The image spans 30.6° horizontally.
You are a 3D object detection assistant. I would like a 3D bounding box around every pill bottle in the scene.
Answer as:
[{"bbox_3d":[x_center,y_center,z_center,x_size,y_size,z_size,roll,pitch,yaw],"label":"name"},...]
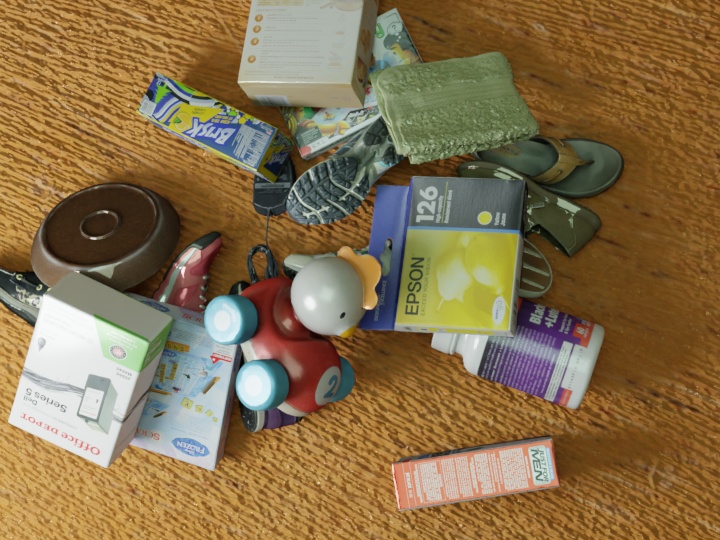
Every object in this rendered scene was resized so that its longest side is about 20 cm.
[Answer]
[{"bbox_3d":[0.196,0.091,1.654,0.200,0.111,0.112,19,87,8],"label":"pill bottle"}]

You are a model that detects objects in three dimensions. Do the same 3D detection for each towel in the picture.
[{"bbox_3d":[0.119,-0.211,1.675,0.200,0.037,0.149,-10,61,-19],"label":"towel"}]

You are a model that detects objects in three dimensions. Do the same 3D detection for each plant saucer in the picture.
[{"bbox_3d":[-0.335,-0.050,1.713,0.200,0.035,0.201,-5,46,5],"label":"plant saucer"}]

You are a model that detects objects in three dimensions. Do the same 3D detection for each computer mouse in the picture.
[{"bbox_3d":[-0.116,-0.064,1.738,0.058,0.034,0.201,3,80,17],"label":"computer mouse"}]

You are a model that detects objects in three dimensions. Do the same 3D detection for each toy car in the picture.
[{"bbox_3d":[-0.047,0.061,1.597,0.200,0.184,0.177,-36,71,26],"label":"toy car"}]

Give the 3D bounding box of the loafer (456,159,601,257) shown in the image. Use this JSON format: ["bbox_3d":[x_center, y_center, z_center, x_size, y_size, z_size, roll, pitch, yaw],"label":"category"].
[{"bbox_3d":[0.209,-0.080,1.686,0.200,0.076,0.068,25,82,9],"label":"loafer"}]

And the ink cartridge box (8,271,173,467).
[{"bbox_3d":[-0.338,0.125,1.645,0.145,0.084,0.200,24,116,5],"label":"ink cartridge box"}]

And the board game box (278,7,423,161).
[{"bbox_3d":[-0.013,-0.246,1.748,0.200,0.035,0.126,-27,81,4],"label":"board game box"}]

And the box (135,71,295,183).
[{"bbox_3d":[-0.191,-0.188,1.730,0.200,0.070,0.064,27,88,20],"label":"box"}]

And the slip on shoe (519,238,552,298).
[{"bbox_3d":[0.151,-0.018,1.696,0.200,0.061,0.076,21,69,5],"label":"slip on shoe"}]

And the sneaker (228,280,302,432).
[{"bbox_3d":[-0.122,0.110,1.724,0.087,0.076,0.200,-5,74,-24],"label":"sneaker"}]

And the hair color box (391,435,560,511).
[{"bbox_3d":[0.145,0.252,1.647,0.199,0.111,0.064,-8,84,6],"label":"hair color box"}]

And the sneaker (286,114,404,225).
[{"bbox_3d":[-0.012,-0.127,1.711,0.200,0.086,0.078,-37,98,-6],"label":"sneaker"}]

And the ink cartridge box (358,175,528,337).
[{"bbox_3d":[0.101,-0.020,1.629,0.199,0.047,0.198,3,73,14],"label":"ink cartridge box"}]

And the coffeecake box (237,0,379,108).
[{"bbox_3d":[-0.063,-0.318,1.712,0.153,0.073,0.200,3,72,15],"label":"coffeecake box"}]

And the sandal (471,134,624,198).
[{"bbox_3d":[0.239,-0.148,1.699,0.200,0.055,0.082,18,87,8],"label":"sandal"}]

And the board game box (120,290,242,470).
[{"bbox_3d":[-0.260,0.139,1.701,0.200,0.041,0.200,17,114,8],"label":"board game box"}]

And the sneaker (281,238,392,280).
[{"bbox_3d":[0.000,0.000,1.718,0.199,0.070,0.094,15,64,13],"label":"sneaker"}]

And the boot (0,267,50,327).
[{"bbox_3d":[-0.405,0.002,1.762,0.203,0.074,0.154,29,74,24],"label":"boot"}]

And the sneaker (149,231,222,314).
[{"bbox_3d":[-0.228,0.041,1.740,0.087,0.074,0.200,35,97,-1],"label":"sneaker"}]
